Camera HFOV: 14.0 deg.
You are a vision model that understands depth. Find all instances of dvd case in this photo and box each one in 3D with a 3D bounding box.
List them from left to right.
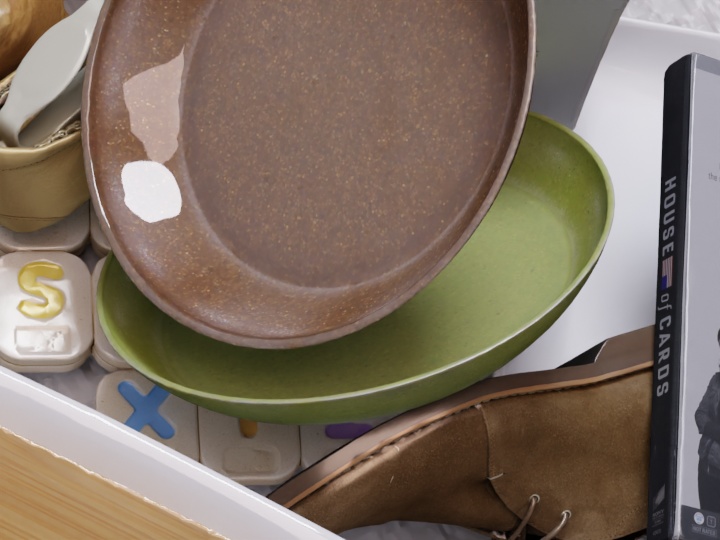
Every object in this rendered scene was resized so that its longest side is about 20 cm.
[{"bbox_3d":[0.181,0.027,1.139,0.150,0.025,0.200,16,65,-26],"label":"dvd case"}]

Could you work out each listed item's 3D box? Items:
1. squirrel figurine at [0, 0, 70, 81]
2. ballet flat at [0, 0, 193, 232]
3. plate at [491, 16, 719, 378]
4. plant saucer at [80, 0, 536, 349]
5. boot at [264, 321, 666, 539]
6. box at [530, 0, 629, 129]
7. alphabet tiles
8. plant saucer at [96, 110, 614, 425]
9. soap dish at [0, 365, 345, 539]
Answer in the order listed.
[{"bbox_3d":[-0.145,-0.174,1.163,0.200,0.142,0.187,-19,78,8],"label":"squirrel figurine"},{"bbox_3d":[-0.077,-0.096,1.149,0.200,0.063,0.069,-46,56,-12],"label":"ballet flat"},{"bbox_3d":[0.156,-0.003,1.207,0.199,0.032,0.200,8,67,-4],"label":"plate"},{"bbox_3d":[-0.014,-0.068,1.070,0.200,0.037,0.200,-7,77,33],"label":"plant saucer"},{"bbox_3d":[0.057,0.078,1.099,0.200,0.074,0.075,-16,81,-25],"label":"boot"},{"bbox_3d":[0.055,-0.175,1.183,0.097,0.124,0.200,6,67,-4],"label":"box"},{"bbox_3d":[-0.049,-0.005,1.177,0.200,0.015,0.196,1,61,-8],"label":"alphabet tiles"},{"bbox_3d":[0.000,0.000,1.109,0.200,0.031,0.200,-10,34,7],"label":"plant saucer"},{"bbox_3d":[-0.091,0.111,1.058,0.200,0.157,0.081,26,75,3],"label":"soap dish"}]
